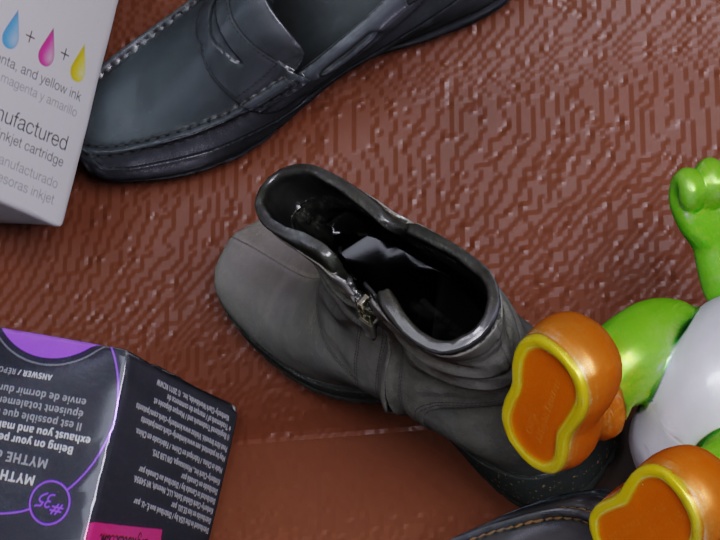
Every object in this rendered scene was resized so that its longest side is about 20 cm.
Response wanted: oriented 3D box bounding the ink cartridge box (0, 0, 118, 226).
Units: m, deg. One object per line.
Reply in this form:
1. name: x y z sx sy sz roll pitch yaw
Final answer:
1. ink cartridge box: -0.189 -0.135 0.938 0.144 0.147 0.201 3 76 42

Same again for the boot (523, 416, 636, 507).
1. boot: 0.125 0.160 0.796 0.199 0.064 0.187 24 85 29

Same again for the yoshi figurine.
1. yoshi figurine: 0.150 0.017 0.756 0.112 0.199 0.113 9 116 53

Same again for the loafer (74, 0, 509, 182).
1. loafer: -0.033 -0.098 0.927 0.200 0.070 0.068 -26 66 13

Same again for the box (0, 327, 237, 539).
1. box: -0.137 0.127 0.880 0.122 0.106 0.201 9 78 22

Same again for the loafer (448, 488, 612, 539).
1. loafer: 0.013 0.138 0.809 0.200 0.072 0.073 -39 67 26

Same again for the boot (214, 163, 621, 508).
1. boot: 0.000 0.000 0.834 0.200 0.131 0.068 29 75 42
